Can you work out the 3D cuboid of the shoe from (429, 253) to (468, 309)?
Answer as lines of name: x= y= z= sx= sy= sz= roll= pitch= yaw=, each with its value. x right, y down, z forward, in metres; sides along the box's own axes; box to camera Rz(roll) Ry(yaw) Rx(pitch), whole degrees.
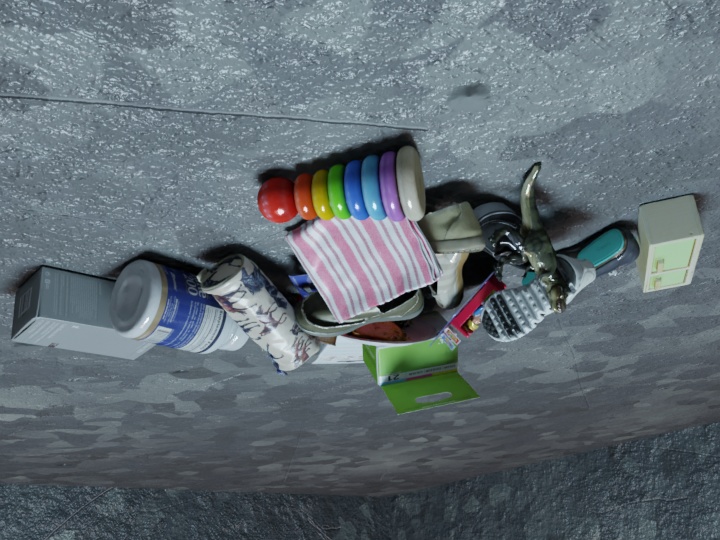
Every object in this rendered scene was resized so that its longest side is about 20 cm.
shoe: x=0.122 y=-0.003 z=1.177 sx=0.053 sy=0.071 sz=0.201 roll=-12 pitch=148 yaw=-8

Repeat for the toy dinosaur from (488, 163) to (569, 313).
toy dinosaur: x=0.211 y=-0.032 z=1.030 sx=0.087 sy=0.048 sz=0.202 roll=-19 pitch=113 yaw=0

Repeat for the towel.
towel: x=-0.001 y=-0.019 z=1.038 sx=0.199 sy=0.147 sz=0.030 roll=-25 pitch=-169 yaw=39

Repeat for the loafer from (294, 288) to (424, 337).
loafer: x=0.000 y=0.042 z=1.161 sx=0.197 sy=0.076 sz=0.070 roll=-12 pitch=155 yaw=-13

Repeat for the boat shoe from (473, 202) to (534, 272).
boat shoe: x=0.211 y=-0.034 z=1.096 sx=0.070 sy=0.066 sz=0.199 roll=-50 pitch=143 yaw=14

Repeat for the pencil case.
pencil case: x=-0.147 y=0.062 z=1.160 sx=0.089 sy=0.078 sz=0.201 roll=-21 pitch=124 yaw=28

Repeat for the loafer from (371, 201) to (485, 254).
loafer: x=0.073 y=-0.055 z=1.050 sx=0.198 sy=0.069 sz=0.075 roll=0 pitch=179 yaw=32

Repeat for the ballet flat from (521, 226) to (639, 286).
ballet flat: x=0.344 y=-0.004 z=1.232 sx=0.072 sy=0.074 sz=0.199 roll=13 pitch=148 yaw=-38

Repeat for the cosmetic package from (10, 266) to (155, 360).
cosmetic package: x=-0.403 y=0.068 z=1.195 sx=0.198 sy=0.091 sz=0.106 roll=18 pitch=145 yaw=-37

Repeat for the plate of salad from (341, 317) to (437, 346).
plate of salad: x=0.028 y=0.080 z=1.301 sx=0.197 sy=0.049 sz=0.200 roll=5 pitch=-169 yaw=-1

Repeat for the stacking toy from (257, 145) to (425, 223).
stacking toy: x=-0.027 y=-0.088 z=0.933 sx=0.197 sy=0.087 sz=0.085 roll=-7 pitch=158 yaw=13

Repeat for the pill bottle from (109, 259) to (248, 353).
pill bottle: x=-0.257 y=0.061 z=1.179 sx=0.110 sy=0.113 sz=0.199 roll=-22 pitch=152 yaw=34

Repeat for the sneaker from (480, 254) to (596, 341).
sneaker: x=0.254 y=0.042 z=1.146 sx=0.080 sy=0.076 sz=0.200 roll=-12 pitch=162 yaw=-42

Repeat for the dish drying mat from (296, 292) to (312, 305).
dish drying mat: x=-0.002 y=0.048 z=1.245 sx=0.197 sy=0.077 sz=0.018 roll=-9 pitch=121 yaw=3

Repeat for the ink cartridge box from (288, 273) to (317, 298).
ink cartridge box: x=0.000 y=0.000 z=1.191 sx=0.197 sy=0.043 sz=0.120 roll=-11 pitch=158 yaw=6

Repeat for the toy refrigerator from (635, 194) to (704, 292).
toy refrigerator: x=0.456 y=-0.032 z=1.189 sx=0.075 sy=0.071 sz=0.200 roll=-11 pitch=157 yaw=12

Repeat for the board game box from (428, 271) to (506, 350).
board game box: x=0.186 y=0.059 z=1.251 sx=0.158 sy=0.039 sz=0.200 roll=-43 pitch=171 yaw=-25

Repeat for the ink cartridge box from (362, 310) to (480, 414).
ink cartridge box: x=0.098 y=0.148 z=1.327 sx=0.146 sy=0.077 sz=0.200 roll=-9 pitch=-160 yaw=-13

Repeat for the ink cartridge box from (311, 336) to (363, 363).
ink cartridge box: x=0.001 y=0.130 z=1.500 sx=0.158 sy=0.048 sz=0.200 roll=0 pitch=160 yaw=-16

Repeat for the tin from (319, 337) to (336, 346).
tin: x=-0.120 y=0.089 z=1.324 sx=0.111 sy=0.042 sz=0.199 roll=14 pitch=176 yaw=44
